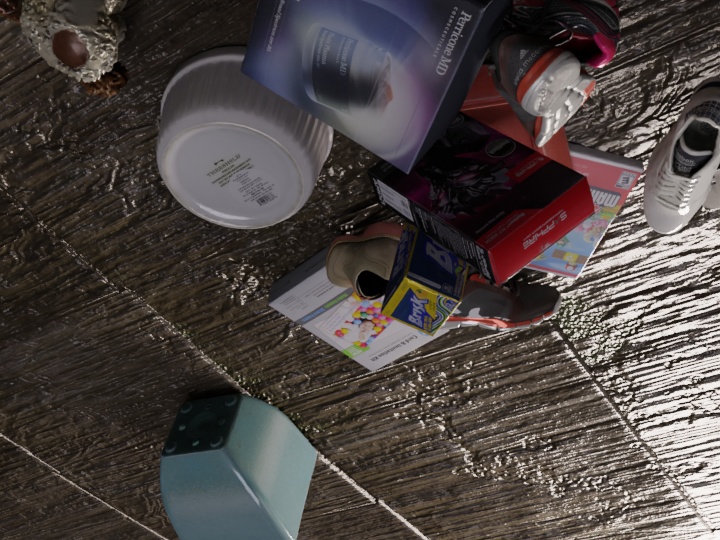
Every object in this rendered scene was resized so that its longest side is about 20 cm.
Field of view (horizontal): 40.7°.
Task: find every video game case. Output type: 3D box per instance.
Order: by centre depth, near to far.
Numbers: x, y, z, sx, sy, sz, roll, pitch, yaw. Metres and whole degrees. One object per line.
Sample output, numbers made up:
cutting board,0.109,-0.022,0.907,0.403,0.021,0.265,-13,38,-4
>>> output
video game case,0.231,-0.072,1.166,0.142,0.017,0.200,13,139,-6

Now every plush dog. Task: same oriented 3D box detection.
plush dog,-0.289,-0.267,0.964,0.200,0.160,0.172,45,148,1

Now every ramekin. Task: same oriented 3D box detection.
ramekin,-0.133,-0.138,1.082,0.199,0.105,0.201,4,138,4

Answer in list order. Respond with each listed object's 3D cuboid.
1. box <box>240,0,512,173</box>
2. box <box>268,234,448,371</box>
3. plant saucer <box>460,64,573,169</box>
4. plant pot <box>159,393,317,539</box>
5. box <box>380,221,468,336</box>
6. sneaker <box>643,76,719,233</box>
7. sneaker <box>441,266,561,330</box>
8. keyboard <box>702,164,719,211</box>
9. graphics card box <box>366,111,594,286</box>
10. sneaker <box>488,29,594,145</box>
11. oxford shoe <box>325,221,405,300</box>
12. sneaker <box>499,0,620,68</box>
box,0.017,-0.233,0.892,0.198,0.123,0.200,31,138,6
box,-0.001,0.050,1.324,0.200,0.041,0.156,35,132,-29
plant saucer,0.128,-0.132,1.082,0.199,0.037,0.200,-5,135,21
plant pot,-0.211,0.310,1.544,0.196,0.196,0.200,-11,127,21
box,0.080,-0.033,1.025,0.064,0.200,0.070,23,138,-8
sneaker,0.346,-0.110,1.044,0.076,0.081,0.200,23,137,15
sneaker,0.163,0.027,1.248,0.199,0.077,0.082,-5,112,-6
keyboard,0.468,-0.126,1.067,0.199,0.021,0.127,-12,141,20
graphics card box,0.113,-0.078,0.953,0.125,0.200,0.051,-36,132,-14
sneaker,0.163,-0.180,0.904,0.077,0.082,0.200,-47,165,4
oxford shoe,0.000,0.000,1.147,0.070,0.075,0.200,22,161,-15
sneaker,0.153,-0.244,0.941,0.199,0.075,0.081,5,139,4
